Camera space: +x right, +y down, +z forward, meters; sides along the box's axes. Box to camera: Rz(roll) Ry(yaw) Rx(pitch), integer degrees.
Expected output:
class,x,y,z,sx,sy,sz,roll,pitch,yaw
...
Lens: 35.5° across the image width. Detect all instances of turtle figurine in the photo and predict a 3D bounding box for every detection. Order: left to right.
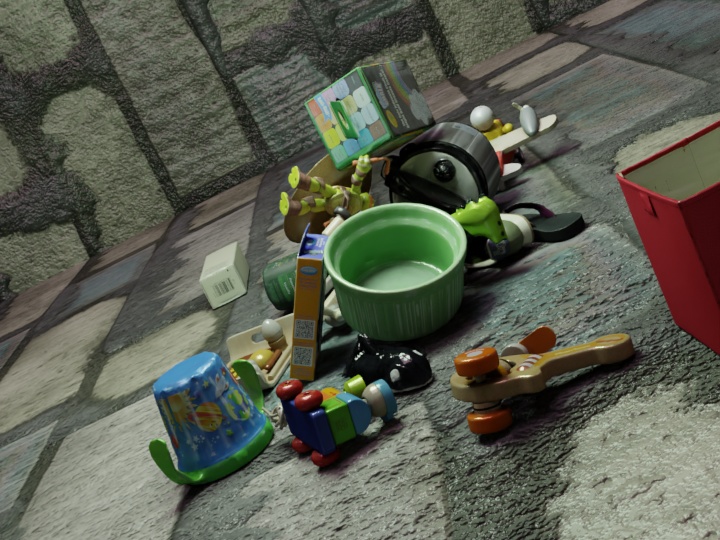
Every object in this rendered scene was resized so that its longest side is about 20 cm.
class,x,y,z,sx,sy,sz,roll,pitch,yaw
turtle figurine,-0.043,-0.105,1.767,0.159,0.065,0.201,5,-38,-25

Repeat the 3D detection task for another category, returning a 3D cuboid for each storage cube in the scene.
class,x,y,z,sx,sy,sz,roll,pitch,yaw
storage cube,0.377,-0.038,1.088,0.169,0.182,0.200,-26,15,-1

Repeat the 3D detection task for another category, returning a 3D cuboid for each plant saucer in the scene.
class,x,y,z,sx,sy,sz,roll,pitch,yaw
plant saucer,-0.043,-0.118,1.873,0.199,0.035,0.202,-39,-26,-23

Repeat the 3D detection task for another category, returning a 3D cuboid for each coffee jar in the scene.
class,x,y,z,sx,sy,sz,roll,pitch,yaw
coffee jar,-0.064,-0.003,1.933,0.197,0.087,0.104,-21,8,24

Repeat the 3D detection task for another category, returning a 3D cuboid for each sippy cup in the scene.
class,x,y,z,sx,sy,sz,roll,pitch,yaw
sippy cup,-0.198,0.182,1.447,0.138,0.132,0.178,-26,15,4

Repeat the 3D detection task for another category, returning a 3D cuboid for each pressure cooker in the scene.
class,x,y,z,sx,sy,sz,roll,pitch,yaw
pressure cooker,0.136,-0.145,1.882,0.173,0.181,0.200,-17,16,23

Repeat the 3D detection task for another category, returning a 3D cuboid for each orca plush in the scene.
class,x,y,z,sx,sy,sz,roll,pitch,yaw
orca plush,0.023,0.104,1.443,0.104,0.072,0.200,-29,15,-9

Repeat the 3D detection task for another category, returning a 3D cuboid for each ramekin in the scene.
class,x,y,z,sx,sy,sz,roll,pitch,yaw
ramekin,0.052,0.005,1.550,0.196,0.099,0.202,-6,38,4

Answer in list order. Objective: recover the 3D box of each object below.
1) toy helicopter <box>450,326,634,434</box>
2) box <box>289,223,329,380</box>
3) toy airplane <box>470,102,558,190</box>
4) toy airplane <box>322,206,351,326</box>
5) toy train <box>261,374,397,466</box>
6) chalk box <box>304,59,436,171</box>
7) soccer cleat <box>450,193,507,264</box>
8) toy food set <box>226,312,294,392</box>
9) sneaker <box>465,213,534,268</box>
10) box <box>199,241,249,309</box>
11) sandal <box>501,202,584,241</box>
class,x,y,z,sx,sy,sz,roll,pitch,yaw
toy helicopter,0.192,0.102,1.198,0.196,0.080,0.132,-14,7,5
box,-0.071,0.039,1.596,0.041,0.204,0.119,7,18,1
toy airplane,0.239,-0.231,2.067,0.199,0.143,0.198,-33,16,-24
toy airplane,0.000,0.000,1.741,0.202,0.140,0.199,-62,-13,26
toy train,-0.041,0.160,1.362,0.114,0.086,0.199,-20,12,-19
chalk box,0.006,-0.244,1.776,0.123,0.126,0.199,-27,-1,35
soccer cleat,0.134,-0.040,1.626,0.067,0.082,0.199,-23,-5,-37
toy food set,-0.178,0.135,1.711,0.142,0.061,0.200,-20,16,23
sneaker,0.165,-0.044,1.700,0.089,0.068,0.199,-31,17,-31
box,-0.277,0.008,2.306,0.081,0.069,0.200,-25,14,4
sandal,0.258,-0.078,1.696,0.075,0.049,0.199,-35,17,-29
